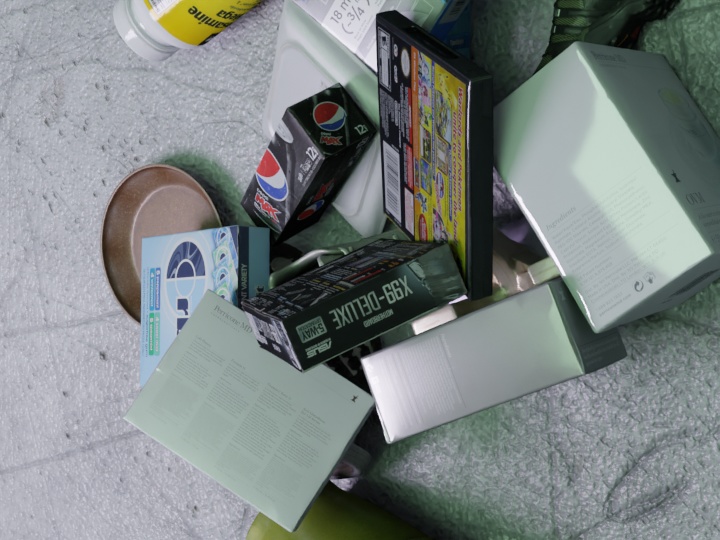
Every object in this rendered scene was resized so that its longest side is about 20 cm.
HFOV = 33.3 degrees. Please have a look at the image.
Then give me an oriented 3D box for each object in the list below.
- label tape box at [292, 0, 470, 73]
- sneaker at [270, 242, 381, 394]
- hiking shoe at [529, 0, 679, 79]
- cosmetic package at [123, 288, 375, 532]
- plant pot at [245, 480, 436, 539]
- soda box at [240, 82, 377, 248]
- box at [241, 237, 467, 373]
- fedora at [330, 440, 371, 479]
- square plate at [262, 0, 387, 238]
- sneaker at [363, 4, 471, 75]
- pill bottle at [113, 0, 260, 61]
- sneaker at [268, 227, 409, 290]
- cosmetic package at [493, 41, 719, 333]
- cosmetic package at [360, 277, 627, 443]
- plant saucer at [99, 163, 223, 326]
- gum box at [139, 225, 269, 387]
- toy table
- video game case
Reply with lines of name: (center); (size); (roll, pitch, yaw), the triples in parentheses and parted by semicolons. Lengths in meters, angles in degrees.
label tape box: (0.006, -0.289, 1.109); (0.200, 0.063, 0.144); (41, 120, 11)
sneaker: (-0.048, 0.062, 1.311); (0.200, 0.077, 0.089); (51, 151, 16)
hiking shoe: (0.205, -0.230, 1.095); (0.200, 0.076, 0.101); (-48, 61, 19)
cosmetic package: (-0.105, 0.135, 1.173); (0.199, 0.052, 0.151); (33, 85, 6)
plant pot: (-0.018, 0.319, 1.246); (0.193, 0.200, 0.201); (36, 115, 37)
soda box: (-0.057, -0.101, 1.205); (0.063, 0.071, 0.200); (54, 150, 10)
box: (-0.013, 0.025, 1.075); (0.050, 0.157, 0.200); (67, 166, -8)
fedora: (-0.077, 0.163, 1.293); (0.199, 0.176, 0.091); (-15, 57, 47)
square plate: (-0.034, -0.148, 1.228); (0.200, 0.028, 0.198); (47, 149, 19)
sneaker: (0.041, -0.222, 1.194); (0.130, 0.079, 0.201); (1, 96, 32)
pill bottle: (-0.174, -0.313, 1.307); (0.200, 0.112, 0.113); (-29, 80, 34)
sneaker: (0.000, 0.000, 1.210); (0.199, 0.092, 0.076); (-24, 72, 8)
cosmetic package: (0.228, -0.075, 1.012); (0.123, 0.199, 0.201); (-39, 74, 31)
cosmetic package: (0.113, 0.073, 1.028); (0.199, 0.107, 0.091); (-21, 84, 34)
plant saucer: (-0.225, -0.026, 1.423); (0.199, 0.037, 0.202); (5, 99, 34)
gum box: (-0.171, 0.044, 1.302); (0.199, 0.044, 0.171); (-5, 84, 51)
toy table: (0.146, 0.019, 1.130); (0.200, 0.117, 0.184); (-41, 73, 29)
video game case: (0.062, -0.102, 1.036); (0.181, 0.025, 0.201); (-131, 32, -53)
